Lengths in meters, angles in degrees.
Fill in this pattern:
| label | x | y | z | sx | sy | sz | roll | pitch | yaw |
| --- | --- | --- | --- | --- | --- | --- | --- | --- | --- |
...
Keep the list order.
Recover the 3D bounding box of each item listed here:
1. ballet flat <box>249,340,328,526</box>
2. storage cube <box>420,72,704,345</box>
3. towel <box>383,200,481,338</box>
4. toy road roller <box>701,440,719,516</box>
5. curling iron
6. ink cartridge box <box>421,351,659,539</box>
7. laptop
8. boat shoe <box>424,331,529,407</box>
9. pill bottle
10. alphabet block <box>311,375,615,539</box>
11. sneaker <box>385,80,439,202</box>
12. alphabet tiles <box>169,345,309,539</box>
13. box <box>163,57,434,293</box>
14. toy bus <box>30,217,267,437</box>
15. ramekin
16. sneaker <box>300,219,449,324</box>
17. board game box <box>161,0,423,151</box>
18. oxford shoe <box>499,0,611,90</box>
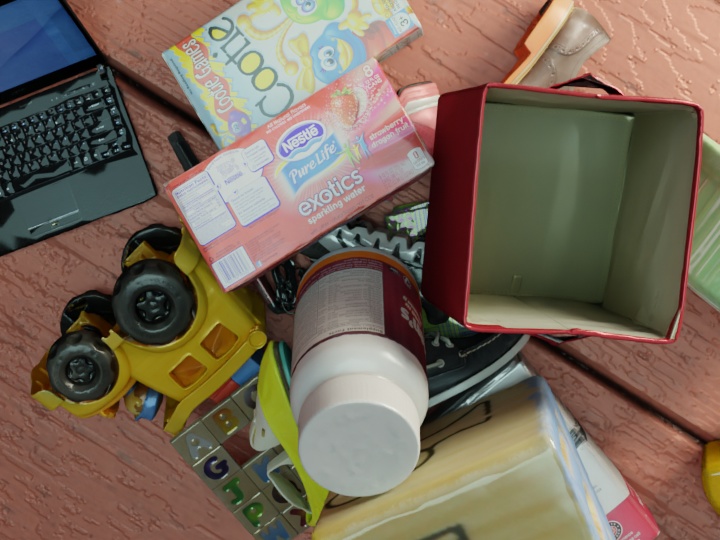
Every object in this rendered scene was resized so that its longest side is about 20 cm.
| label | x | y | z | sx | sy | sz | roll | pitch | yaw |
| --- | --- | --- | --- | --- | --- | --- | --- | --- | --- |
| ballet flat | -0.059 | 0.152 | 1.091 | 0.066 | 0.067 | 0.202 | -20 | 121 | 8 |
| storage cube | 0.150 | -0.050 | 0.980 | 0.168 | 0.180 | 0.203 | 4 | 95 | -8 |
| towel | 0.131 | -0.009 | 1.133 | 0.197 | 0.023 | 0.146 | -13 | 97 | 6 |
| toy road roller | 0.381 | 0.210 | 1.099 | 0.144 | 0.123 | 0.203 | -10 | 94 | 19 |
| curling iron | -0.114 | -0.044 | 1.144 | 0.049 | 0.026 | 0.201 | -38 | 88 | -20 |
| ink cartridge box | 0.148 | 0.192 | 1.125 | 0.144 | 0.084 | 0.201 | -39 | 94 | 8 |
| laptop | -0.303 | -0.127 | 1.106 | 0.175 | 0.103 | 0.203 | -19 | 96 | 6 |
| boat shoe | 0.056 | 0.089 | 1.094 | 0.198 | 0.074 | 0.061 | -31 | 90 | -6 |
| pill bottle | -0.001 | 0.076 | 0.986 | 0.108 | 0.201 | 0.111 | 0 | 123 | -1 |
| alphabet block | 0.097 | 0.227 | 0.995 | 0.198 | 0.195 | 0.199 | -24 | 94 | 10 |
| sneaker | -0.009 | -0.091 | 1.106 | 0.198 | 0.074 | 0.088 | -25 | 96 | 6 |
| alphabet tiles | -0.047 | 0.148 | 1.131 | 0.199 | 0.008 | 0.168 | -37 | 120 | -1 |
| box | -0.048 | -0.076 | 1.021 | 0.198 | 0.095 | 0.103 | -32 | 90 | 1 |
| toy bus | -0.168 | 0.077 | 1.121 | 0.200 | 0.136 | 0.192 | -42 | 109 | 8 |
| ramekin | 0.321 | -0.021 | 1.035 | 0.199 | 0.200 | 0.098 | 37 | 105 | -2 |
| sneaker | 0.000 | 0.000 | 1.103 | 0.197 | 0.066 | 0.092 | 14 | 98 | 7 |
| board game box | -0.055 | -0.196 | 1.080 | 0.199 | 0.105 | 0.104 | -32 | 94 | 6 |
| oxford shoe | 0.145 | -0.141 | 1.092 | 0.072 | 0.071 | 0.201 | 32 | 98 | -5 |
